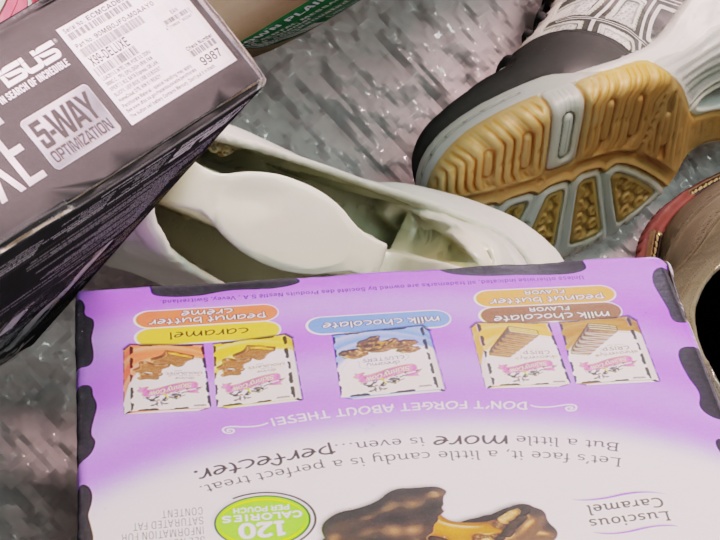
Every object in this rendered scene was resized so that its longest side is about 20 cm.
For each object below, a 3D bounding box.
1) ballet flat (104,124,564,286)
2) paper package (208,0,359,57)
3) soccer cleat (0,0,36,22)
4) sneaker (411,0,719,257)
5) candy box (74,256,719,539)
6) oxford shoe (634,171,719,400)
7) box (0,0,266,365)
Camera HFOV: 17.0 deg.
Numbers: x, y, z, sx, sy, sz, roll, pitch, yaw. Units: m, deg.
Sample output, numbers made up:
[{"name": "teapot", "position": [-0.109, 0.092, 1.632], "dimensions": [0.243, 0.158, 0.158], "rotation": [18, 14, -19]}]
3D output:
[{"name": "ballet flat", "position": [0.000, 0.000, 0.718], "dimensions": [0.200, 0.069, 0.070], "rotation": [21, 54, -32]}, {"name": "paper package", "position": [-0.016, -0.184, 0.719], "dimensions": [0.191, 0.200, 0.103], "rotation": [62, 18, 3]}, {"name": "soccer cleat", "position": [-0.125, -0.113, 0.726], "dimensions": [0.076, 0.067, 0.200], "rotation": [-10, 67, -41]}, {"name": "sneaker", "position": [0.082, -0.071, 0.837], "dimensions": [0.200, 0.076, 0.088], "rotation": [-26, 54, -34]}, {"name": "candy box", "position": [0.014, 0.081, 0.602], "dimensions": [0.167, 0.072, 0.200], "rotation": [-3, 33, -4]}, {"name": "oxford shoe", "position": [0.129, 0.013, 0.792], "dimensions": [0.070, 0.075, 0.200], "rotation": [51, 38, -9]}, {"name": "box", "position": [-0.132, 0.015, 0.584], "dimensions": [0.050, 0.158, 0.200], "rotation": [50, 50, 2]}]
